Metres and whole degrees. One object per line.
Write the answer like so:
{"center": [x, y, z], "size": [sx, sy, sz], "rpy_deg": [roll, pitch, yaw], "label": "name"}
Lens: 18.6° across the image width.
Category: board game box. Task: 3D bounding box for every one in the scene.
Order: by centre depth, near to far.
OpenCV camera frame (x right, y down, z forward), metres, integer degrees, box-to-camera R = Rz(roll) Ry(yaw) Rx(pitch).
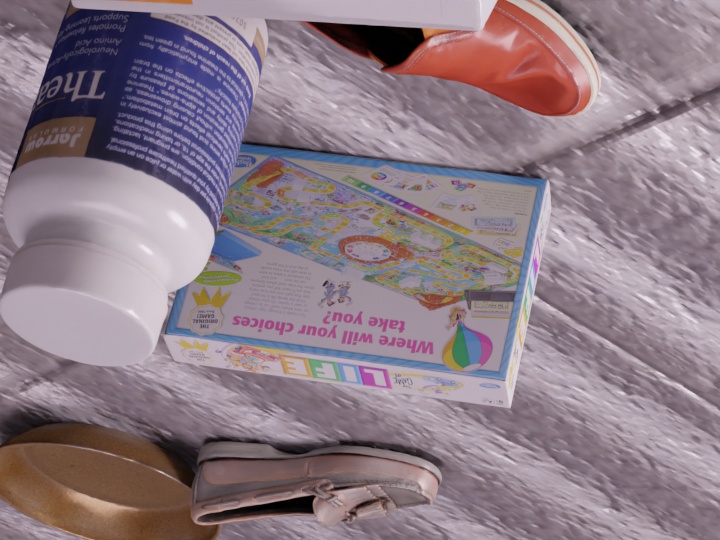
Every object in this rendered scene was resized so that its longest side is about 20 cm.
{"center": [0.000, 0.000, 1.267], "size": [0.200, 0.135, 0.034], "rpy_deg": [8, 151, 13], "label": "board game box"}

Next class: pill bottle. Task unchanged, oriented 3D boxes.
{"center": [-0.122, -0.057, 1.148], "size": [0.111, 0.200, 0.111], "rpy_deg": [10, 152, 6], "label": "pill bottle"}

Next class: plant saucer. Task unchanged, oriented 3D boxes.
{"center": [-0.206, 0.171, 1.779], "size": [0.200, 0.035, 0.200], "rpy_deg": [10, 151, 6], "label": "plant saucer"}

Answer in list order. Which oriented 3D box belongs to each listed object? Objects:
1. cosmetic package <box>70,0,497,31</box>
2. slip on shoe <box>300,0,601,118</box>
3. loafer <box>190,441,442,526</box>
{"center": [-0.036, -0.172, 0.998], "size": [0.200, 0.071, 0.101], "rpy_deg": [4, 124, 16], "label": "cosmetic package"}
{"center": [0.033, -0.121, 1.110], "size": [0.200, 0.061, 0.074], "rpy_deg": [26, 148, -23], "label": "slip on shoe"}
{"center": [-0.036, 0.172, 1.675], "size": [0.200, 0.063, 0.072], "rpy_deg": [1, 149, 23], "label": "loafer"}
